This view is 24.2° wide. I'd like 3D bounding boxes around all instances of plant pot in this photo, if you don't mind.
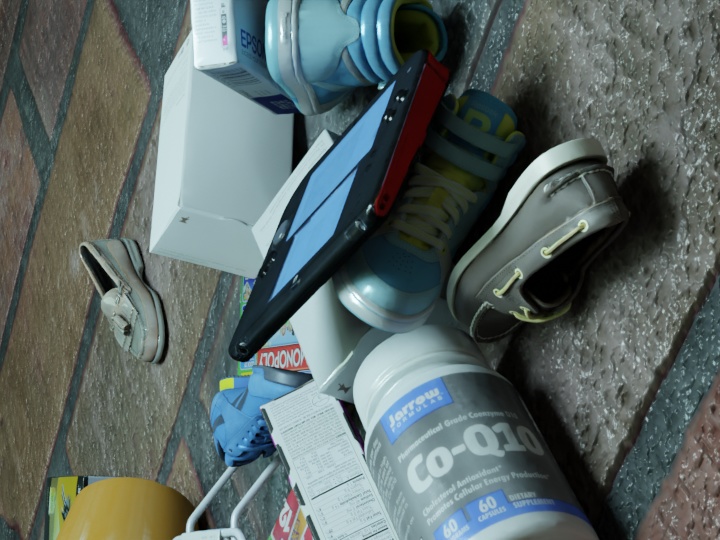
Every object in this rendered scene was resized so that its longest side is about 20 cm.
[{"bbox_3d":[-0.228,0.308,1.605,0.201,0.199,0.184,123,159,-44],"label":"plant pot"}]

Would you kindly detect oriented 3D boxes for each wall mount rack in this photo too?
[{"bbox_3d":[-0.103,0.226,1.424,0.200,0.074,0.175,158,115,-62],"label":"wall mount rack"}]

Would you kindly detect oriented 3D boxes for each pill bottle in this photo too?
[{"bbox_3d":[0.068,0.134,1.082,0.114,0.113,0.200,-68,31,31],"label":"pill bottle"}]

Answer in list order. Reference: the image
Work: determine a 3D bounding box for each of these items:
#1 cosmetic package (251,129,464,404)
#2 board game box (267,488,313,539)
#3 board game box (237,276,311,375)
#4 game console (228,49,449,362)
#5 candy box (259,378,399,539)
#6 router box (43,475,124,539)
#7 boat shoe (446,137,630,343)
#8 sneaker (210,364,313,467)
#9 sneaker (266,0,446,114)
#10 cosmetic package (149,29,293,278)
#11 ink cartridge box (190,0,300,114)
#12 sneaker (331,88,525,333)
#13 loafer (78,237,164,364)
[{"bbox_3d":[0.000,0.000,1.261,0.113,0.081,0.200,-51,39,23],"label":"cosmetic package"},{"bbox_3d":[-0.066,0.282,1.438,0.096,0.030,0.201,-112,34,-45],"label":"board game box"},{"bbox_3d":[-0.056,0.041,1.459,0.200,0.029,0.136,-12,73,63],"label":"board game box"},{"bbox_3d":[-0.016,-0.046,1.135,0.200,0.031,0.177,-46,14,44],"label":"game console"},{"bbox_3d":[0.002,0.189,1.195,0.137,0.061,0.200,65,178,-41],"label":"candy box"},{"bbox_3d":[-0.322,0.337,1.929,0.157,0.052,0.201,163,110,-63],"label":"router box"},{"bbox_3d":[0.112,-0.003,1.069,0.060,0.071,0.200,64,149,24],"label":"boat shoe"},{"bbox_3d":[-0.075,0.122,1.364,0.200,0.066,0.079,154,127,-67],"label":"sneaker"},{"bbox_3d":[0.008,-0.166,1.304,0.200,0.130,0.080,-1,-91,-80],"label":"sneaker"},{"bbox_3d":[-0.122,-0.106,1.501,0.085,0.107,0.201,133,147,-51],"label":"cosmetic package"},{"bbox_3d":[-0.087,-0.239,1.329,0.196,0.043,0.201,16,-109,-74],"label":"ink cartridge box"},{"bbox_3d":[0.049,-0.051,1.123,0.131,0.079,0.200,-61,1,32],"label":"sneaker"},{"bbox_3d":[-0.268,0.033,1.862,0.072,0.063,0.200,-68,30,29],"label":"loafer"}]
